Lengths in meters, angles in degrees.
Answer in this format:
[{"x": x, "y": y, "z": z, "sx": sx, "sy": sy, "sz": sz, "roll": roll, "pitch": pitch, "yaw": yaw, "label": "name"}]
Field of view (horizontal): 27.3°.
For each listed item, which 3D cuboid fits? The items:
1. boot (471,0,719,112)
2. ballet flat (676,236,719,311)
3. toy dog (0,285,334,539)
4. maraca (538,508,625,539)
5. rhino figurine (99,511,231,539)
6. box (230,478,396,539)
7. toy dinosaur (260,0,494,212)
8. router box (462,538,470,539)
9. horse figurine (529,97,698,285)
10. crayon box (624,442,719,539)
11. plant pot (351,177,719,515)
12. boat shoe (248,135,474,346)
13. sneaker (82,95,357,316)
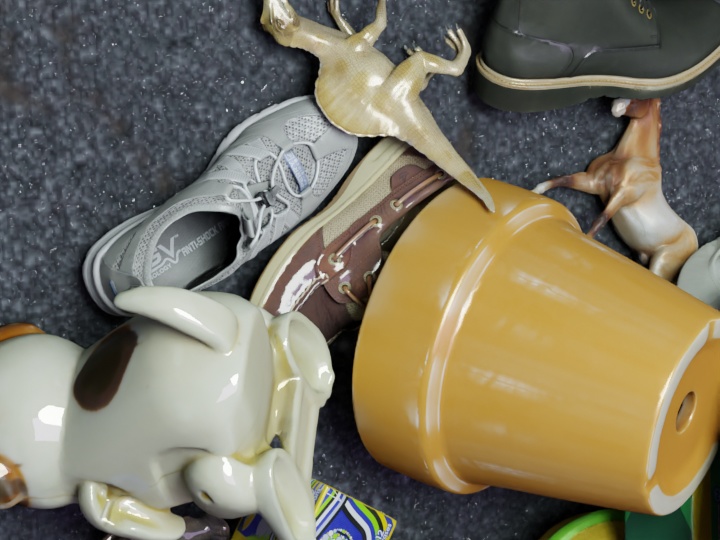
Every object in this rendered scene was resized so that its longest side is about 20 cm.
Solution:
[{"x": 0.176, "y": -0.186, "z": 0.980, "sx": 0.199, "sy": 0.078, "sz": 0.139, "roll": -18, "pitch": 137, "yaw": -25, "label": "boot"}, {"x": 0.276, "y": -0.004, "z": 1.049, "sx": 0.200, "sy": 0.069, "sz": 0.070, "roll": -41, "pitch": 118, "yaw": -52, "label": "ballet flat"}, {"x": -0.136, "y": 0.087, "z": 0.841, "sx": 0.194, "sy": 0.199, "sz": 0.140, "roll": 52, "pitch": 34, "yaw": -58, "label": "toy dog"}, {"x": 0.170, "y": 0.261, "z": 1.063, "sx": 0.137, "sy": 0.107, "sz": 0.201, "roll": -16, "pitch": 113, "yaw": -18, "label": "maraca"}, {"x": -0.107, "y": 0.232, "z": 0.941, "sx": 0.087, "sy": 0.060, "sz": 0.201, "roll": -29, "pitch": 111, "yaw": -25, "label": "rhino figurine"}, {"x": -0.059, "y": 0.223, "z": 0.894, "sx": 0.064, "sy": 0.070, "sz": 0.200, "roll": 31, "pitch": 79, "yaw": -35, "label": "box"}, {"x": 0.021, "y": -0.115, "z": 0.937, "sx": 0.200, "sy": 0.058, "sz": 0.101, "roll": 42, "pitch": 59, "yaw": 3, "label": "toy dinosaur"}, {"x": 0.060, "y": 0.288, "z": 0.932, "sx": 0.150, "sy": 0.062, "sz": 0.200, "roll": 57, "pitch": 28, "yaw": -11, "label": "router box"}, {"x": 0.196, "y": -0.023, "z": 1.058, "sx": 0.132, "sy": 0.050, "sz": 0.200, "roll": -39, "pitch": 108, "yaw": -30, "label": "horse figurine"}, {"x": 0.261, "y": 0.164, "z": 1.044, "sx": 0.200, "sy": 0.058, "sz": 0.173, "roll": 14, "pitch": 73, "yaw": -46, "label": "crayon box"}, {"x": 0.126, "y": 0.062, "z": 0.924, "sx": 0.200, "sy": 0.183, "sz": 0.201, "roll": -31, "pitch": 131, "yaw": -44, "label": "plant pot"}, {"x": 0.000, "y": 0.000, "z": 0.942, "sx": 0.200, "sy": 0.072, "sz": 0.072, "roll": -50, "pitch": 147, "yaw": -16, "label": "boat shoe"}, {"x": -0.070, "y": -0.034, "z": 0.905, "sx": 0.200, "sy": 0.082, "sz": 0.075, "roll": -41, "pitch": 114, "yaw": -18, "label": "sneaker"}]
